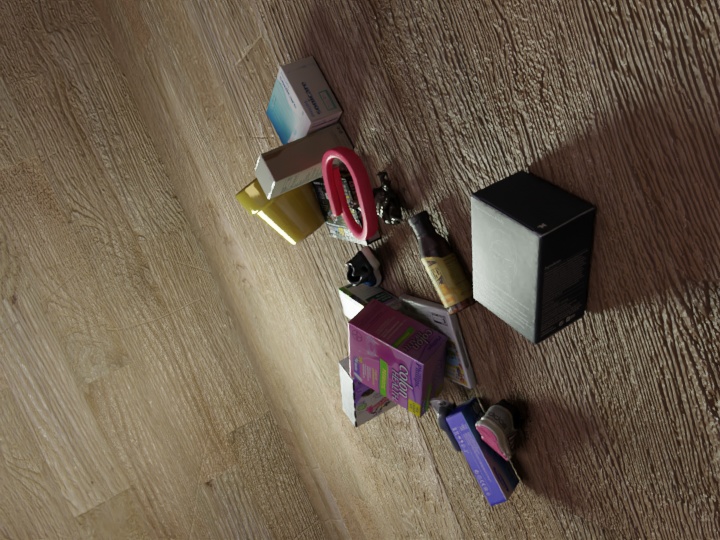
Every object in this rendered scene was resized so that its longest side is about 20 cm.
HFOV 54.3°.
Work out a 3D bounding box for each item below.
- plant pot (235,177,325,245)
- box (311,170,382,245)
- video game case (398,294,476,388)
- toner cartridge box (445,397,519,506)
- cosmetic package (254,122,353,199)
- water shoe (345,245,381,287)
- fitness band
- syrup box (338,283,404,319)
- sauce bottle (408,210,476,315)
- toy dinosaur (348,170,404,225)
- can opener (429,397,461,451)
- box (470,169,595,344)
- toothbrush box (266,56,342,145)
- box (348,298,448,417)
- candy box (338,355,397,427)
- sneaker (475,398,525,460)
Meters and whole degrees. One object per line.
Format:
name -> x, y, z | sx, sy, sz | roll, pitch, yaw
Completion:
plant pot -> -0.180, -0.175, 1.761 | 0.189, 0.201, 0.200 | 52, 160, -13
box -> -0.037, -0.150, 1.634 | 0.200, 0.049, 0.161 | 17, 131, 61
video game case -> 0.166, 0.151, 1.534 | 0.199, 0.023, 0.184 | 14, 125, 61
toner cartridge box -> 0.257, 0.376, 1.468 | 0.043, 0.095, 0.201 | -30, 85, 31
cosmetic package -> -0.125, -0.239, 1.535 | 0.072, 0.199, 0.105 | 61, 157, 7
water shoe -> 0.000, 0.000, 1.627 | 0.072, 0.078, 0.200 | 56, 172, 18
fitness band -> -0.020, -0.157, 1.446 | 0.143, 0.037, 0.202 | 21, 132, 55
syrup box -> 0.033, 0.094, 1.694 | 0.200, 0.078, 0.082 | 30, 140, 54
sauce bottle -> 0.151, -0.016, 1.336 | 0.201, 0.066, 0.066 | 63, 158, 5
toy dinosaur -> 0.052, -0.136, 1.445 | 0.199, 0.077, 0.103 | 32, 153, 46
can opener -> 0.199, 0.346, 1.546 | 0.052, 0.067, 0.201 | 1, 141, 31
box -> 0.252, -0.021, 1.051 | 0.148, 0.106, 0.202 | 41, 149, 45
toothbrush box -> -0.131, -0.356, 1.578 | 0.147, 0.085, 0.200 | 62, 158, 9
box -> 0.079, 0.190, 1.532 | 0.199, 0.097, 0.177 | 26, 138, 27
candy box -> 0.037, 0.278, 1.761 | 0.072, 0.167, 0.201 | 47, 153, 39
sneaker -> 0.284, 0.310, 1.381 | 0.074, 0.088, 0.200 | 36, 169, 32
